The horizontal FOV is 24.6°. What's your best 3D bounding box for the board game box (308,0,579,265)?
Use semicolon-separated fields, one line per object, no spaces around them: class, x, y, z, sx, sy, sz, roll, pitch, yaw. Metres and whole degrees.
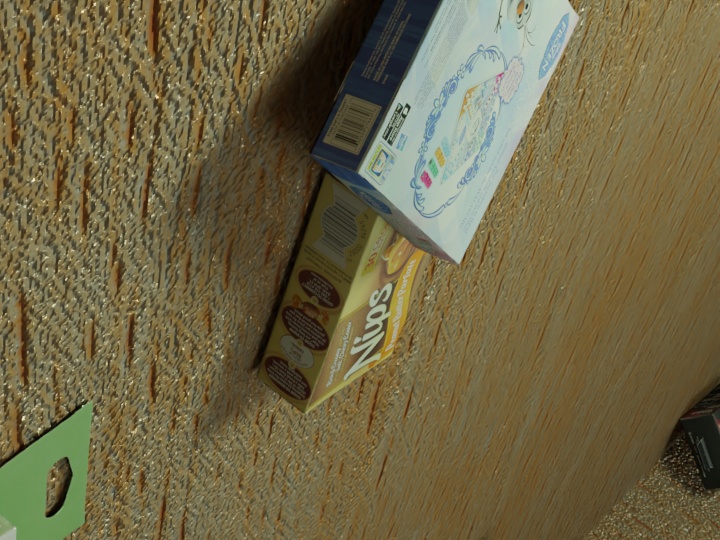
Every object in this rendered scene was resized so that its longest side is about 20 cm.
board game box;0.061;-0.125;1.083;0.200;0.043;0.199;-64;153;-6

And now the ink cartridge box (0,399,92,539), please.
ink cartridge box;-0.233;0.189;1.041;0.200;0.048;0.146;-34;152;-36

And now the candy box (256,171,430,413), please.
candy box;0.000;0.000;1.223;0.115;0.055;0.200;-31;150;-46

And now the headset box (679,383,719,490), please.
headset box;0.687;0.311;3.104;0.077;0.149;0.200;-15;-170;41
